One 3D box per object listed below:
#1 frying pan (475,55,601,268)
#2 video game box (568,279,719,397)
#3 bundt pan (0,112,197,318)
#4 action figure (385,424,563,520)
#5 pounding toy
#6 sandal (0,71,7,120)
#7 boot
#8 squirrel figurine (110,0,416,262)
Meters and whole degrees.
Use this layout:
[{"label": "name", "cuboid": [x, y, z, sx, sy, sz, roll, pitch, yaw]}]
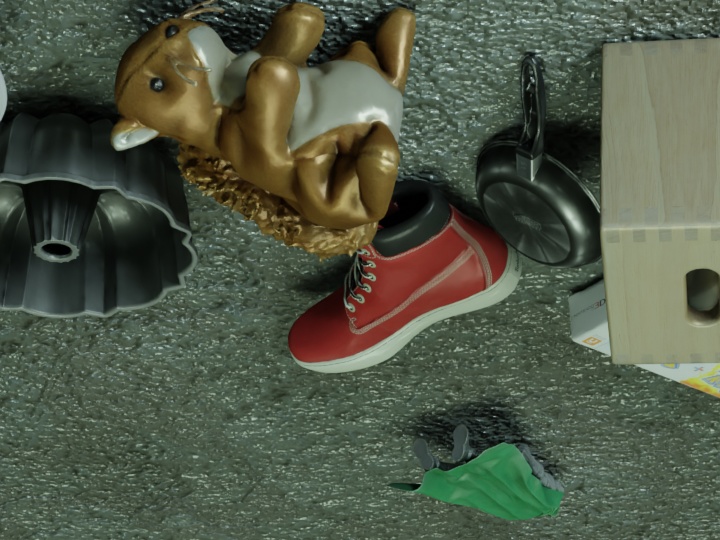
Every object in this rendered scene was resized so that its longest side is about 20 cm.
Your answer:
[{"label": "frying pan", "cuboid": [0.132, -0.060, 1.762, 0.115, 0.031, 0.190, 38, 153, 9]}, {"label": "video game box", "cuboid": [0.293, 0.033, 1.964, 0.199, 0.047, 0.182, 21, 147, -32]}, {"label": "bundt pan", "cuboid": [-0.214, -0.045, 1.800, 0.201, 0.076, 0.202, 0, 151, 0]}, {"label": "action figure", "cuboid": [0.121, 0.184, 2.228, 0.118, 0.055, 0.200, -18, 153, 27]}, {"label": "pounding toy", "cuboid": [0.237, -0.044, 1.714, 0.141, 0.185, 0.200, -1, 144, 9]}, {"label": "sandal", "cuboid": [-0.295, -0.168, 1.613, 0.079, 0.059, 0.207, -27, 122, 15]}, {"label": "boot", "cuboid": [0.000, 0.000, 1.889, 0.199, 0.073, 0.144, -27, 141, 27]}, {"label": "squirrel figurine", "cuboid": [-0.071, -0.089, 1.667, 0.186, 0.142, 0.200, 10, 148, -3]}]
